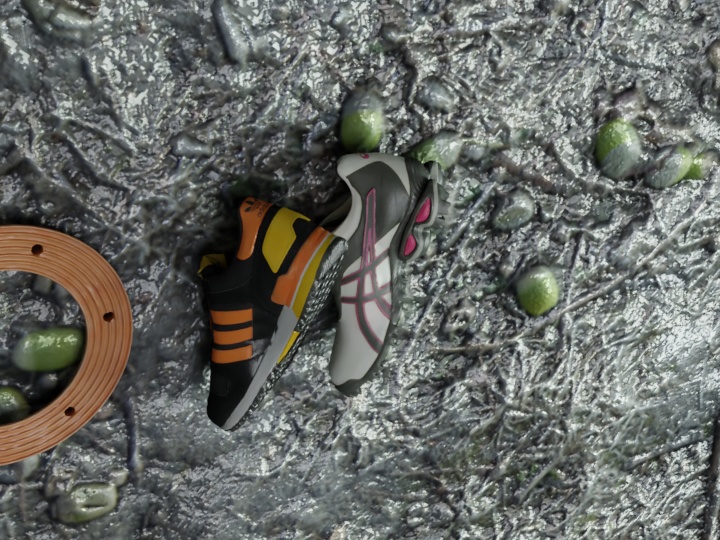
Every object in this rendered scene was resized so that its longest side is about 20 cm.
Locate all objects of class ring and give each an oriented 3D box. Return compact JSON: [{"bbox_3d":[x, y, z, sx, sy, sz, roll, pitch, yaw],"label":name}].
[{"bbox_3d":[-0.259,0.054,1.208,0.199,0.019,0.202,-14,124,-21],"label":"ring"}]

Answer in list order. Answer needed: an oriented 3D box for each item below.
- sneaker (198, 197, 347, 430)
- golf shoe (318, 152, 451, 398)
[{"bbox_3d":[-0.084,0.029,1.253,0.090,0.070,0.201,33,129,4],"label":"sneaker"},{"bbox_3d":[0.000,0.000,1.289,0.088,0.077,0.201,14,114,-10],"label":"golf shoe"}]
